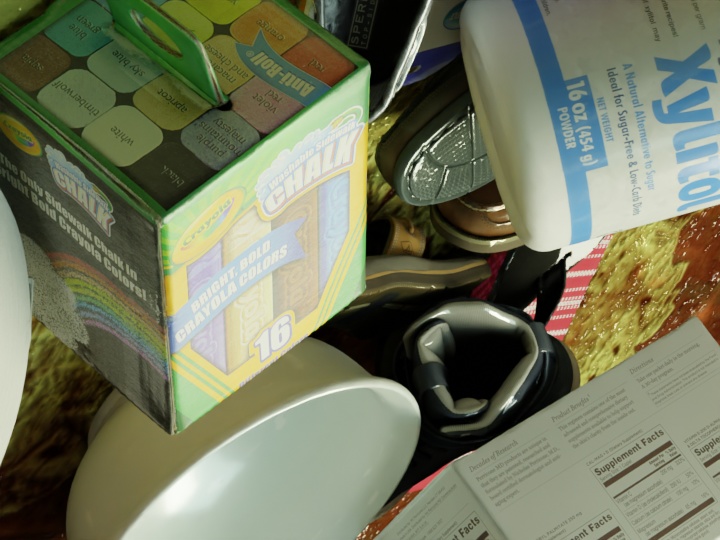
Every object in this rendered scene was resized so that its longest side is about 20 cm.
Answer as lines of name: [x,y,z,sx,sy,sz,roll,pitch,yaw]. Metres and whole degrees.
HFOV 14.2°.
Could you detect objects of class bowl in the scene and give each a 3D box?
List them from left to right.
bowl: [-0.074,0.096,1.458,0.201,0.090,0.201,-30,153,-18]

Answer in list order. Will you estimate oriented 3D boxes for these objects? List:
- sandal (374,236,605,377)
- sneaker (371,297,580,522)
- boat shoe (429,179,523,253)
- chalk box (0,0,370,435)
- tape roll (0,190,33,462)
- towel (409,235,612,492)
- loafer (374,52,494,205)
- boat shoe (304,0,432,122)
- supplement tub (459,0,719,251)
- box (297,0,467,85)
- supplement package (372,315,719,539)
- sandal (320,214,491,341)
sandal: [0.085,0.009,1.633,0.200,0.045,0.075,-44,136,9]
sneaker: [0.016,0.080,1.547,0.202,0.077,0.146,-28,169,5]
boat shoe: [0.104,-0.083,1.569,0.200,0.072,0.068,-43,155,-43]
chalk box: [-0.079,-0.054,1.239,0.124,0.124,0.200,-37,152,-27]
tape roll: [-0.204,0.042,1.175,0.203,0.037,0.204,-37,133,-54]
towel: [0.074,0.049,1.736,0.144,0.022,0.201,-9,130,-52]
loafer: [0.078,-0.104,1.508,0.200,0.063,0.072,-34,146,-24]
boat shoe: [0.010,-0.157,1.277,0.068,0.071,0.201,-92,-166,-57]
supplement tub: [0.157,-0.095,1.393,0.199,0.132,0.132,-16,148,-2]
box: [0.038,-0.176,1.372,0.119,0.041,0.201,-19,141,-48]
supplement package: [0.112,0.139,1.550,0.200,0.111,0.156,-27,166,-38]
sandal: [0.000,0.000,1.515,0.082,0.055,0.200,-28,164,34]
